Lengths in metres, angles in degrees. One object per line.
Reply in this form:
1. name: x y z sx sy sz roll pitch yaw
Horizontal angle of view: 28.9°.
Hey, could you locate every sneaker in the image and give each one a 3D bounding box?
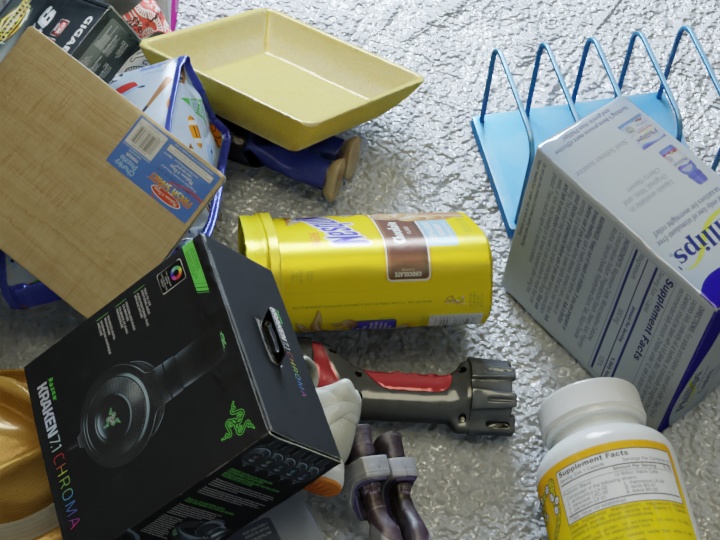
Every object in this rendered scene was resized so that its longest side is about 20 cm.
1. sneaker: -0.076 0.106 1.083 0.198 0.076 0.093 14 71 37
2. sneaker: -0.261 -0.179 1.314 0.200 0.108 0.067 -32 25 13

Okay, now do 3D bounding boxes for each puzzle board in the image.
1. puzzle board: -0.224 -0.070 1.080 0.199 0.017 0.151 37 86 6

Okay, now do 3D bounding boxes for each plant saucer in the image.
1. plant saucer: -0.073 -0.173 1.294 0.199 0.049 0.199 27 32 24

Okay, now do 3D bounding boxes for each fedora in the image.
1. fedora: -0.283 0.140 1.076 0.198 0.082 0.202 2 55 -3

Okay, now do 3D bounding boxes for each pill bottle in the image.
1. pill bottle: 0.195 0.188 1.057 0.111 0.113 0.202 -5 55 -7

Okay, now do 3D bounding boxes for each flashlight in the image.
1. flashlight: 0.027 0.092 1.145 0.197 0.068 0.068 2 22 -5

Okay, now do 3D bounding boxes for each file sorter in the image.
1. file sorter: 0.219 -0.135 1.283 0.198 0.123 0.140 -9 55 -9

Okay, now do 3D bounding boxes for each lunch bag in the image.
1. lunch bag: -0.208 -0.060 1.176 0.168 0.124 0.201 -14 45 18

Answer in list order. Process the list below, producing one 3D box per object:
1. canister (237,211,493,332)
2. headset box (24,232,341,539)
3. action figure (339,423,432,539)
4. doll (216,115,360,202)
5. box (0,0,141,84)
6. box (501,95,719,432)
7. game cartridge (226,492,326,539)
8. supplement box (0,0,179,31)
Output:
1. canister: 0.000 0.000 1.167 0.197 0.088 0.149 -2 14 -8
2. headset box: -0.127 0.099 1.008 0.199 0.093 0.175 -34 56 19
3. action figure: 0.035 0.214 1.041 0.129 0.069 0.201 8 47 -37
4. doll: -0.105 -0.123 1.294 0.198 0.049 0.137 20 41 12
5. box: -0.294 -0.146 1.180 0.158 0.046 0.201 26 76 47
6. box: 0.230 -0.004 1.153 0.104 0.185 0.200 -31 62 -25
7. game cartridge: -0.118 0.238 1.048 0.198 0.042 0.134 -22 54 -18
8. supplement box: -0.279 -0.279 1.357 0.197 0.104 0.102 2 44 -1
